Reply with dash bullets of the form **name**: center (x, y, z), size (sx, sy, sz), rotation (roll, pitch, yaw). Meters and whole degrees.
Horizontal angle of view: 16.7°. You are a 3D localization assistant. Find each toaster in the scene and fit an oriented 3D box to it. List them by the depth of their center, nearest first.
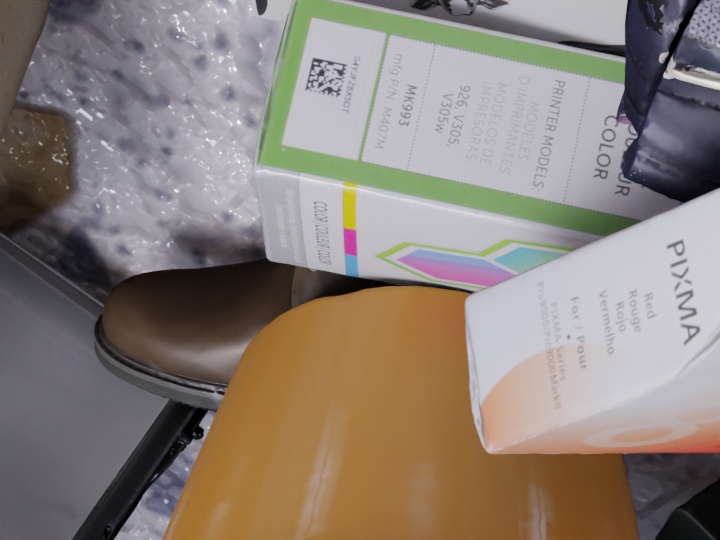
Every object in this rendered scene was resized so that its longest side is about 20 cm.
- **toaster**: center (-0.159, 0.094, 0.917), size (0.119, 0.200, 0.181), rotation (38, 141, -6)

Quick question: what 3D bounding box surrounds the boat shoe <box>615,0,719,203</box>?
- **boat shoe**: center (0.162, -0.051, 0.655), size (0.200, 0.075, 0.093), rotation (13, 127, -5)

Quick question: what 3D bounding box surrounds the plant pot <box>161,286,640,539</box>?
- **plant pot**: center (0.012, 0.113, 0.759), size (0.200, 0.183, 0.200), rotation (5, 144, 4)

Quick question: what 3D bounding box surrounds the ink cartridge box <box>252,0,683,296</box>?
- **ink cartridge box**: center (0.071, -0.023, 0.739), size (0.200, 0.059, 0.104), rotation (11, 167, 2)

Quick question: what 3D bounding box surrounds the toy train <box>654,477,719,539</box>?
- **toy train**: center (0.163, 0.151, 0.823), size (0.200, 0.114, 0.085), rotation (43, 138, 21)

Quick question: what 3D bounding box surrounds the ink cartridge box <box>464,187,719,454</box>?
- **ink cartridge box**: center (0.150, 0.006, 0.625), size (0.162, 0.050, 0.200), rotation (4, 164, -38)

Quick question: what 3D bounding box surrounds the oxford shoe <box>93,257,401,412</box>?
- **oxford shoe**: center (0.000, 0.000, 0.840), size (0.200, 0.073, 0.084), rotation (-6, 123, 14)

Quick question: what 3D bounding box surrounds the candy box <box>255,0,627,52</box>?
- **candy box**: center (0.045, -0.162, 0.678), size (0.168, 0.072, 0.200), rotation (7, 130, 19)

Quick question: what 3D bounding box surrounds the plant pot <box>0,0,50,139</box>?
- **plant pot**: center (-0.188, -0.062, 0.783), size (0.200, 0.184, 0.201), rotation (9, 128, 11)
